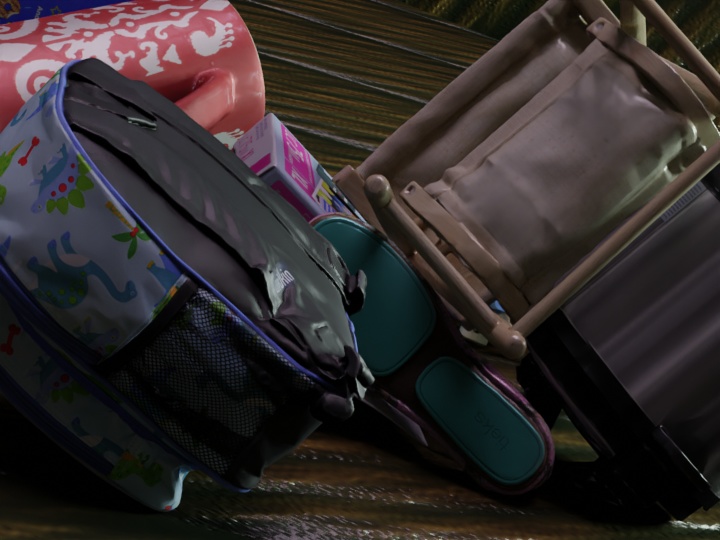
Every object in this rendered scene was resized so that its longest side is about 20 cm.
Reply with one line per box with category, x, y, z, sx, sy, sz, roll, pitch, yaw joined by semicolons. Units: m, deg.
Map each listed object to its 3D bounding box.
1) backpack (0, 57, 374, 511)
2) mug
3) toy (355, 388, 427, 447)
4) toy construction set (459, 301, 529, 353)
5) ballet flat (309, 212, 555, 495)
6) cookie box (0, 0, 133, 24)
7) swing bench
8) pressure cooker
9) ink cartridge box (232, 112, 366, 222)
backpack;-0.111;0.009;1.354;0.200;0.147;0.183;45;12;-14
mug;-0.158;-0.088;1.699;0.200;0.134;0.178;-18;47;-32
toy;-0.035;0.035;1.654;0.115;0.047;0.200;38;16;-30
toy construction set;0.141;0.044;1.866;0.131;0.092;0.200;-14;18;-23
ballet flat;0.034;0.051;1.589;0.200;0.069;0.071;46;-3;2
cookie box;-0.249;-0.138;1.841;0.200;0.171;0.075;17;15;-15
swing bench;0.105;-0.067;1.601;0.130;0.199;0.200;49;-1;-6
pressure cooker;0.185;0.048;1.641;0.179;0.200;0.176;52;5;15
ink cartridge box;0.000;0.000;1.679;0.200;0.042;0.119;49;10;-16
